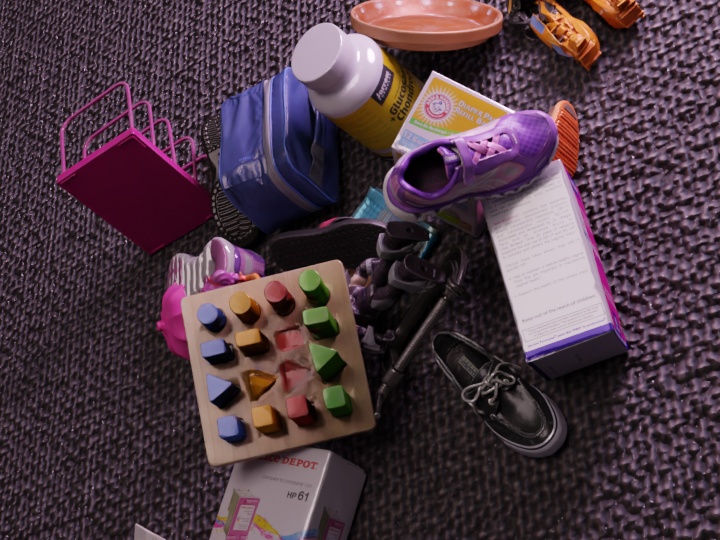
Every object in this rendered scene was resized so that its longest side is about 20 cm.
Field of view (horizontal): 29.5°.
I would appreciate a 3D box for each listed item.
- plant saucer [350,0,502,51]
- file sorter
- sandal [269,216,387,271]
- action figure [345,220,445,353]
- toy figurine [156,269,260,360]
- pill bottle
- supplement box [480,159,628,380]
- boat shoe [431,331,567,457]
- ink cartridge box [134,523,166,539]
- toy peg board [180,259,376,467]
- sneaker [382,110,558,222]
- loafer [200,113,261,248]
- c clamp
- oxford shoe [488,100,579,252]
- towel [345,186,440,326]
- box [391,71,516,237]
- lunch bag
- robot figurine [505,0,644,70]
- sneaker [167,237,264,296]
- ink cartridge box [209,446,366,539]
[{"bbox_3d":[0.085,-0.319,1.770,0.199,0.199,0.033,25,125,43],"label":"plant saucer"},{"bbox_3d":[-0.313,-0.148,1.937,0.138,0.200,0.127,-29,47,19],"label":"file sorter"},{"bbox_3d":[-0.024,-0.037,1.713,0.198,0.076,0.045,-3,32,32],"label":"sandal"},{"bbox_3d":[0.023,0.027,1.612,0.200,0.068,0.132,132,139,-51],"label":"action figure"},{"bbox_3d":[-0.160,0.060,1.691,0.201,0.183,0.150,-51,47,9],"label":"toy figurine"},{"bbox_3d":[0.004,-0.230,1.738,0.111,0.199,0.114,-18,58,32],"label":"pill bottle"},{"bbox_3d":[0.208,0.000,1.479,0.102,0.101,0.203,-21,69,15],"label":"supplement box"},{"bbox_3d":[0.148,0.130,1.510,0.074,0.068,0.200,-46,46,5],"label":"boat shoe"},{"bbox_3d":[-0.183,0.396,1.527,0.175,0.044,0.203,22,115,32],"label":"ink cartridge box"},{"bbox_3d":[-0.100,0.097,1.540,0.196,0.098,0.203,-13,75,3],"label":"toy peg board"},{"bbox_3d":[0.115,-0.115,1.432,0.198,0.089,0.081,-22,76,3],"label":"sneaker"},{"bbox_3d":[-0.171,-0.120,1.908,0.072,0.071,0.203,-13,69,7],"label":"loafer"},{"bbox_3d":[0.071,0.067,1.580,0.201,0.027,0.171,-58,9,8],"label":"c clamp"},{"bbox_3d":[0.202,-0.109,1.612,0.072,0.071,0.202,6,69,43],"label":"oxford shoe"},{"bbox_3d":[0.000,0.000,1.733,0.201,0.022,0.146,-53,46,0],"label":"towel"},{"bbox_3d":[0.110,-0.131,1.584,0.111,0.200,0.102,27,80,11],"label":"box"},{"bbox_3d":[-0.099,-0.169,1.829,0.131,0.136,0.202,-21,52,25],"label":"lunch bag"},{"bbox_3d":[0.260,-0.343,1.712,0.145,0.058,0.200,-44,47,6],"label":"robot figurine"},{"bbox_3d":[-0.193,0.013,1.829,0.199,0.087,0.082,-19,70,54],"label":"sneaker"},{"bbox_3d":[-0.094,0.304,1.580,0.143,0.085,0.202,3,65,38],"label":"ink cartridge box"}]
